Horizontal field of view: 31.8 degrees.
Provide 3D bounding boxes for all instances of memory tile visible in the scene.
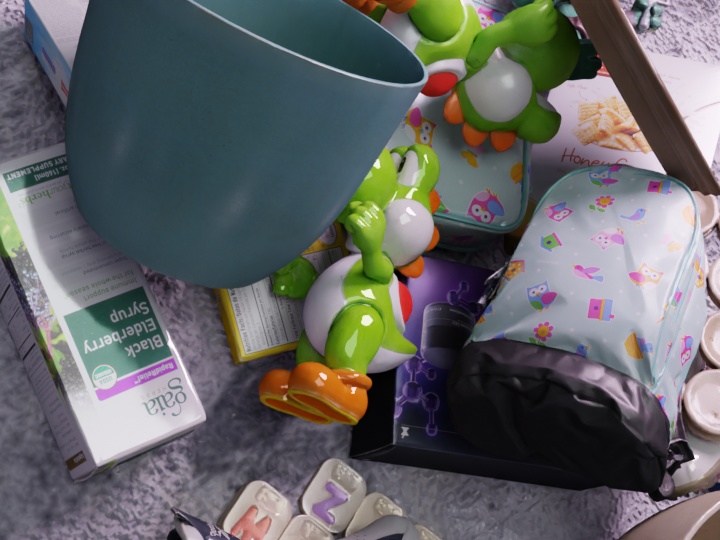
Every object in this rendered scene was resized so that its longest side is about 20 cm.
[{"bbox_3d":[0.226,0.019,0.925,0.152,0.017,0.201,15,62,9],"label":"memory tile"}]

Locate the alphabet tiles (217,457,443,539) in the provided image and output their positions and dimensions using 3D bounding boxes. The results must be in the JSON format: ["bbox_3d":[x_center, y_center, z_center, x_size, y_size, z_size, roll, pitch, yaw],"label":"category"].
[{"bbox_3d":[-0.023,0.238,0.862,0.200,0.015,0.196,40,63,-11],"label":"alphabet tiles"}]

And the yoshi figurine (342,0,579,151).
[{"bbox_3d":[0.079,-0.172,0.878,0.200,0.112,0.113,35,35,-33],"label":"yoshi figurine"}]

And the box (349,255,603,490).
[{"bbox_3d":[0.100,0.079,0.932,0.199,0.079,0.142,11,73,-22],"label":"box"}]

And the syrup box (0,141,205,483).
[{"bbox_3d":[-0.180,0.026,0.811,0.078,0.081,0.201,-22,84,-28],"label":"syrup box"}]

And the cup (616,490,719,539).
[{"bbox_3d":[0.241,0.252,0.901,0.199,0.143,0.202,3,82,-27],"label":"cup"}]

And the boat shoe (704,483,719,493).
[{"bbox_3d":[0.331,0.183,1.020,0.072,0.072,0.201,-22,95,-33],"label":"boat shoe"}]

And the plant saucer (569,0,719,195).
[{"bbox_3d":[0.192,-0.135,0.878,0.200,0.029,0.200,53,17,-24],"label":"plant saucer"}]

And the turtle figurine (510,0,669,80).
[{"bbox_3d":[0.178,-0.237,1.037,0.150,0.101,0.200,44,37,-10],"label":"turtle figurine"}]

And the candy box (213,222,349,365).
[{"bbox_3d":[-0.068,-0.041,0.910,0.102,0.026,0.201,-13,81,-19],"label":"candy box"}]

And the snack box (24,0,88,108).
[{"bbox_3d":[-0.122,-0.160,0.885,0.199,0.037,0.116,-12,45,-27],"label":"snack box"}]

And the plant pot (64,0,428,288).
[{"bbox_3d":[-0.084,-0.088,0.749,0.199,0.201,0.162,20,111,-19],"label":"plant pot"}]

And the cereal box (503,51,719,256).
[{"bbox_3d":[0.209,-0.089,1.016,0.143,0.040,0.201,14,66,14],"label":"cereal box"}]

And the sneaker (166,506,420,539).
[{"bbox_3d":[-0.061,0.187,0.804,0.199,0.079,0.130,-34,99,-18],"label":"sneaker"}]

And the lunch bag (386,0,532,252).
[{"bbox_3d":[0.056,-0.113,0.966,0.159,0.077,0.201,13,70,-23],"label":"lunch bag"}]

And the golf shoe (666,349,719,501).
[{"bbox_3d":[0.228,0.088,0.950,0.092,0.072,0.200,55,25,-22],"label":"golf shoe"}]

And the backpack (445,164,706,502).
[{"bbox_3d":[0.160,0.031,0.834,0.166,0.127,0.201,17,55,20],"label":"backpack"}]

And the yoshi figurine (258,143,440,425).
[{"bbox_3d":[-0.014,-0.006,0.836,0.112,0.112,0.201,15,72,21],"label":"yoshi figurine"}]
